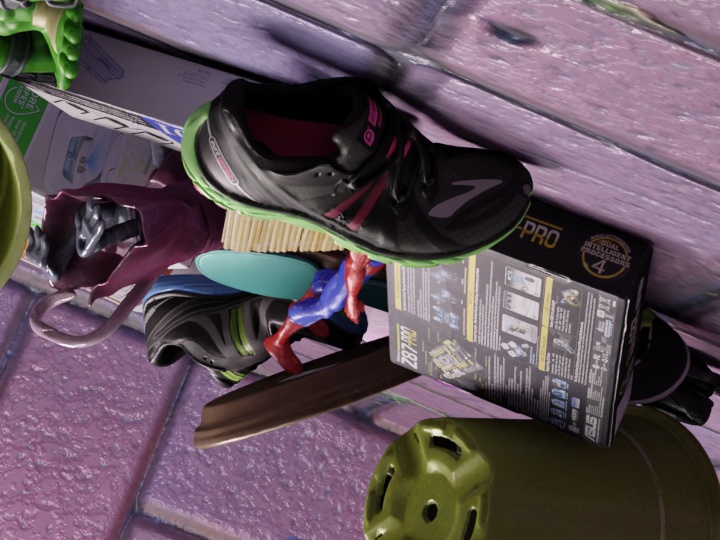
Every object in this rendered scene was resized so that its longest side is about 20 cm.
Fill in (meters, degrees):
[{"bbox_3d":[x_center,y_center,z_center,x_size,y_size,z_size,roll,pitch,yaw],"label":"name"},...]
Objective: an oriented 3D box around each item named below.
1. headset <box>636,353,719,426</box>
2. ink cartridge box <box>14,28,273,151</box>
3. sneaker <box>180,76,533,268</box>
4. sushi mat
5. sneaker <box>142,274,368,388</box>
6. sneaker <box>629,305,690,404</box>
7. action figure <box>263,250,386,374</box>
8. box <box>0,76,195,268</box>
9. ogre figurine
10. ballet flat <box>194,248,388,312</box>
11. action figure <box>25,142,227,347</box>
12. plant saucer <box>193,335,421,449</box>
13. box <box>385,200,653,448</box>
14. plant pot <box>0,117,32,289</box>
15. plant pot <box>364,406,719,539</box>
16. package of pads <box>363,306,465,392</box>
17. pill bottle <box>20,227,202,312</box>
[{"bbox_3d":[0.213,0.107,1.880,0.200,0.124,0.094,44,168,-10],"label":"headset"},{"bbox_3d":[-0.114,-0.102,1.588,0.199,0.044,0.094,18,173,28],"label":"ink cartridge box"},{"bbox_3d":[0.004,-0.057,1.407,0.199,0.077,0.084,9,149,-16],"label":"sneaker"},{"bbox_3d":[-0.030,-0.049,1.540,0.095,0.012,0.200,-2,161,-7],"label":"sushi mat"},{"bbox_3d":[-0.077,0.046,1.907,0.198,0.083,0.071,0,173,34],"label":"sneaker"},{"bbox_3d":[0.144,0.036,1.716,0.199,0.072,0.083,25,171,-22],"label":"sneaker"},{"bbox_3d":[0.000,0.000,1.724,0.052,0.065,0.200,40,140,2],"label":"action figure"},{"bbox_3d":[-0.202,-0.079,1.853,0.176,0.097,0.200,27,171,-17],"label":"box"},{"bbox_3d":[-0.210,-0.143,1.413,0.119,0.099,0.200,5,-169,-8],"label":"ogre figurine"},{"bbox_3d":[-0.015,-0.014,1.821,0.199,0.073,0.068,10,150,10],"label":"ballet flat"},{"bbox_3d":[-0.110,-0.029,1.714,0.199,0.150,0.134,-15,-149,-40],"label":"action figure"},{"bbox_3d":[-0.027,0.081,1.837,0.199,0.030,0.200,-19,-178,1],"label":"plant saucer"},{"bbox_3d":[0.095,0.024,1.620,0.160,0.049,0.200,19,153,13],"label":"box"},{"bbox_3d":[-0.296,-0.090,1.596,0.199,0.201,0.190,24,-153,-17],"label":"plant pot"},{"bbox_3d":[0.109,0.176,1.740,0.189,0.201,0.199,14,180,-40],"label":"plant pot"},{"bbox_3d":[0.088,0.048,1.980,0.120,0.076,0.200,28,172,-19],"label":"package of pads"},{"bbox_3d":[-0.198,-0.034,2.101,0.199,0.113,0.112,26,172,-33],"label":"pill bottle"}]
